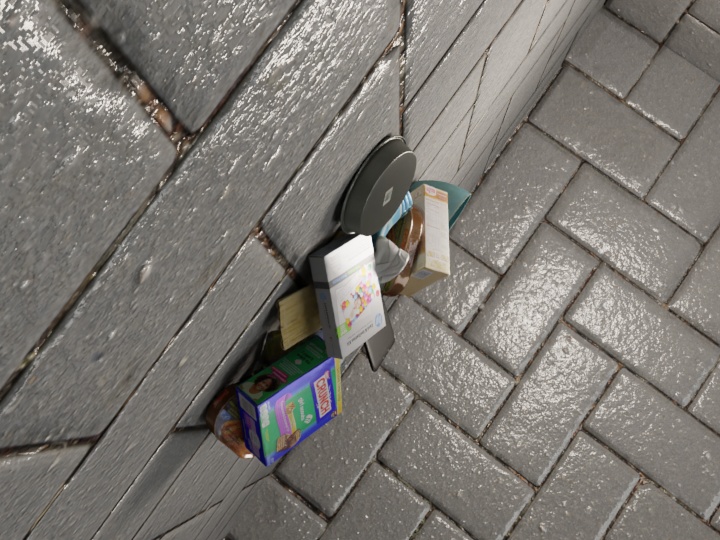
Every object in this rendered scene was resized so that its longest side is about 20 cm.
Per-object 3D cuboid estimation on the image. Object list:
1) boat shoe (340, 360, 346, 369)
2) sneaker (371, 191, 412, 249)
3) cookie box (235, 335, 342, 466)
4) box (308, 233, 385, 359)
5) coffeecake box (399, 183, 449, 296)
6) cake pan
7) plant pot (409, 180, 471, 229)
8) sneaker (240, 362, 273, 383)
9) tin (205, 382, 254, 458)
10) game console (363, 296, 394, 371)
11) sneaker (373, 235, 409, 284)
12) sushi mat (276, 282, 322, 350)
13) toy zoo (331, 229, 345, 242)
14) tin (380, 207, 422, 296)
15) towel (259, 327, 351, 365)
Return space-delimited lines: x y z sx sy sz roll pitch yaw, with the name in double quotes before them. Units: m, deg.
"boat shoe" -0.085 0.224 1.823 0.074 0.065 0.202 -6 -149 51
"sneaker" 0.047 -0.101 1.675 0.130 0.079 0.201 -40 165 -40
"cookie box" -0.131 0.247 1.554 0.199 0.075 0.173 -32 137 -32
"box" -0.022 0.041 1.528 0.155 0.041 0.203 -32 119 -50
"coffeecake box" 0.124 -0.066 1.816 0.153 0.072 0.203 -32 -130 50
"cake pan" 0.037 -0.145 1.465 0.201 0.036 0.201 -48 159 -24
"plant pot" 0.166 -0.146 2.034 0.201 0.134 0.200 -53 172 -11
"sneaker" -0.226 0.262 1.666 0.200 0.075 0.076 -49 -174 13
"tin" -0.225 0.289 1.566 0.112 0.042 0.201 -45 143 -12
"game console" -0.010 0.110 1.786 0.200 0.173 0.118 -46 153 -68
"sneaker" 0.000 0.000 1.632 0.199 0.099 0.078 -40 -168 21
"sushi mat" -0.089 0.070 1.535 0.199 0.012 0.097 -28 122 -49
"toy zoo" -0.046 -0.017 1.622 0.131 0.020 0.202 -50 162 -42
"tin" 0.079 -0.043 1.758 0.112 0.041 0.203 9 -97 64
"towel" -0.100 0.145 1.629 0.196 0.023 0.144 -7 150 -16
